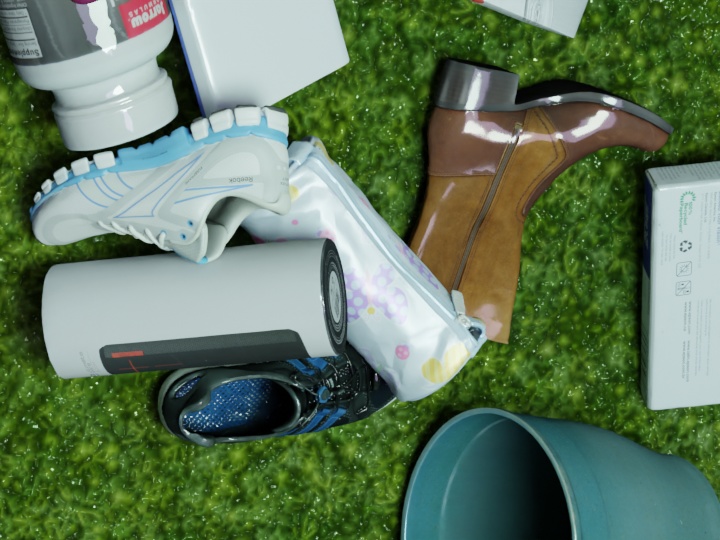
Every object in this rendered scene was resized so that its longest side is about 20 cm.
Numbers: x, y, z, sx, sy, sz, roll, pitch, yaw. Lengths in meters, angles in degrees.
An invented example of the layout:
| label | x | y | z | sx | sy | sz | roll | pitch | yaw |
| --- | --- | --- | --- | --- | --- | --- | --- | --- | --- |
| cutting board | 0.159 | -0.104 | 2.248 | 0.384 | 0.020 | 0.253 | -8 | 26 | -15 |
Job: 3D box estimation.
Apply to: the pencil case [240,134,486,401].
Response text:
| label | x | y | z | sx | sy | sz | roll | pitch | yaw |
| --- | --- | --- | --- | --- | --- | --- | --- | --- | --- |
| pencil case | 0.000 | 0.000 | 1.548 | 0.200 | 0.091 | 0.083 | 47 | 63 | -9 |

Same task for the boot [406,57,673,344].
| label | x | y | z | sx | sy | sz | roll | pitch | yaw |
| --- | --- | --- | --- | --- | --- | --- | --- | --- | --- |
| boot | 0.125 | -0.041 | 1.619 | 0.187 | 0.068 | 0.202 | 8 | 101 | -23 |

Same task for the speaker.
| label | x | y | z | sx | sy | sz | roll | pitch | yaw |
| --- | --- | --- | --- | --- | --- | --- | --- | --- | --- |
| speaker | -0.113 | 0.026 | 1.490 | 0.198 | 0.081 | 0.082 | -5 | 107 | 11 |

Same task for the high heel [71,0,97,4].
| label | x | y | z | sx | sy | sz | roll | pitch | yaw |
| --- | --- | --- | --- | --- | --- | --- | --- | --- | --- |
| high heel | -0.108 | -0.200 | 1.389 | 0.096 | 0.067 | 0.200 | 56 | 48 | -20 |

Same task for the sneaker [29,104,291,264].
| label | x | y | z | sx | sy | sz | roll | pitch | yaw |
| --- | --- | --- | --- | --- | --- | --- | --- | --- | --- |
| sneaker | -0.133 | -0.041 | 1.465 | 0.199 | 0.075 | 0.087 | -19 | 74 | 23 |

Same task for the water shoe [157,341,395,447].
| label | x | y | z | sx | sy | sz | roll | pitch | yaw |
| --- | --- | --- | --- | --- | --- | --- | --- | --- | --- |
| water shoe | -0.044 | 0.093 | 1.578 | 0.198 | 0.079 | 0.072 | -13 | 107 | -18 |

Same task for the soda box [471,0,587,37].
| label | x | y | z | sx | sy | sz | roll | pitch | yaw |
| --- | --- | --- | --- | --- | --- | --- | --- | --- | --- |
| soda box | 0.070 | -0.231 | 1.553 | 0.199 | 0.063 | 0.069 | 20 | 96 | -24 |

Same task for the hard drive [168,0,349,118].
| label | x | y | z | sx | sy | sz | roll | pitch | yaw |
| --- | --- | --- | --- | --- | --- | --- | --- | --- | --- |
| hard drive | -0.082 | -0.214 | 1.492 | 0.132 | 0.025 | 0.202 | -32 | 114 | -40 |

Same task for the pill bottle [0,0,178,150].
| label | x | y | z | sx | sy | sz | roll | pitch | yaw |
| --- | --- | --- | --- | --- | --- | --- | --- | --- | --- |
| pill bottle | -0.186 | -0.186 | 1.439 | 0.110 | 0.111 | 0.202 | -22 | 110 | -15 |

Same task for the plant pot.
| label | x | y | z | sx | sy | sz | roll | pitch | yaw |
| --- | --- | --- | --- | --- | --- | --- | --- | --- | --- |
| plant pot | 0.162 | 0.203 | 1.634 | 0.187 | 0.199 | 0.202 | 3 | 102 | -37 |

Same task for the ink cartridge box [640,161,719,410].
| label | x | y | z | sx | sy | sz | roll | pitch | yaw |
| --- | --- | --- | --- | --- | --- | --- | --- | --- | --- |
| ink cartridge box | 0.312 | 0.006 | 1.667 | 0.198 | 0.043 | 0.198 | -6 | 120 | -6 |
